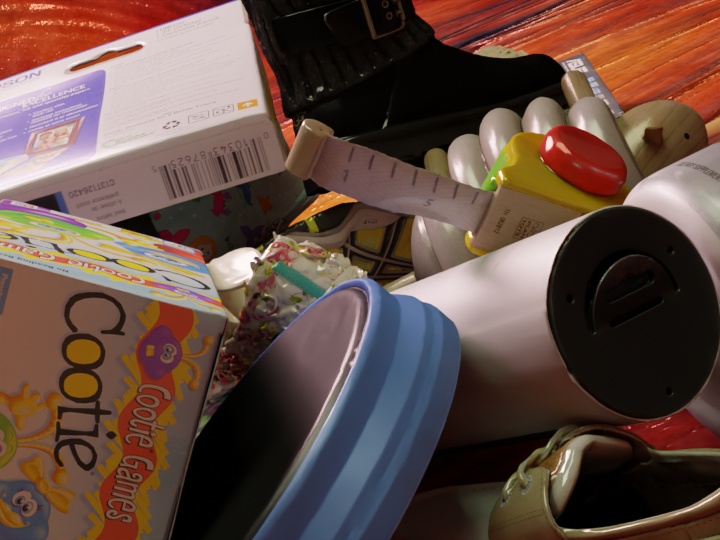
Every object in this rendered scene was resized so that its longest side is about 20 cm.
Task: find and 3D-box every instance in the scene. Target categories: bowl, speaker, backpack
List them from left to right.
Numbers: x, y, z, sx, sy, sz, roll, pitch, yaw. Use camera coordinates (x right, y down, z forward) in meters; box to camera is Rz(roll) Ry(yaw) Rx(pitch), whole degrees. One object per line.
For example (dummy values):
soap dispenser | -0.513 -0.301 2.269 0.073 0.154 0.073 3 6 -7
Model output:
backpack | -0.122 -0.027 0.929 0.176 0.151 0.201 -14 28 42
bowl | -0.039 0.089 0.541 0.201 0.039 0.201 -51 13 15
speaker | 0.060 0.033 0.596 0.081 0.082 0.199 -30 3 -28

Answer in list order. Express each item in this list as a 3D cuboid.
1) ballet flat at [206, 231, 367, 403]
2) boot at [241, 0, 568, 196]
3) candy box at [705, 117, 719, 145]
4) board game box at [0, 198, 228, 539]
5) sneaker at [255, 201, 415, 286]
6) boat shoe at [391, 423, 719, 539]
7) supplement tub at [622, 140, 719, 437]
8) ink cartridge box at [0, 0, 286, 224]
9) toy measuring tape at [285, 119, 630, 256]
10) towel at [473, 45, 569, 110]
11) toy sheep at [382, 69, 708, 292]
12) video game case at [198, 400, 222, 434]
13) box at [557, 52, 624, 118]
ballet flat | -0.056 0.019 0.709 0.076 0.064 0.200 -59 15 -25
boot | 0.031 -0.144 0.838 0.209 0.160 0.079 -16 -4 -32
candy box | 0.261 -0.067 0.791 0.198 0.057 0.116 -28 19 -16
board game box | -0.122 0.040 0.586 0.102 0.106 0.200 15 4 -11
sneaker | 0.000 0.000 0.832 0.198 0.077 0.075 -24 -2 -15
boat shoe | 0.085 0.090 0.510 0.198 0.069 0.075 -5 23 41
supplement tub | 0.218 -0.019 0.592 0.198 0.124 0.122 -26 19 -14
ink cartridge box | -0.149 -0.087 0.850 0.195 0.048 0.201 -18 26 2
toy measuring tape | 0.056 -0.039 0.631 0.197 0.075 0.073 16 5 -22
towel | 0.069 -0.107 0.997 0.147 0.037 0.200 -24 21 -4
toy sheep | 0.093 -0.026 0.747 0.199 0.139 0.138 -32 15 16
video game case | -0.147 0.107 0.795 0.197 0.024 0.182 -12 20 26
box | 0.110 -0.095 1.047 0.159 0.050 0.200 -17 20 7
